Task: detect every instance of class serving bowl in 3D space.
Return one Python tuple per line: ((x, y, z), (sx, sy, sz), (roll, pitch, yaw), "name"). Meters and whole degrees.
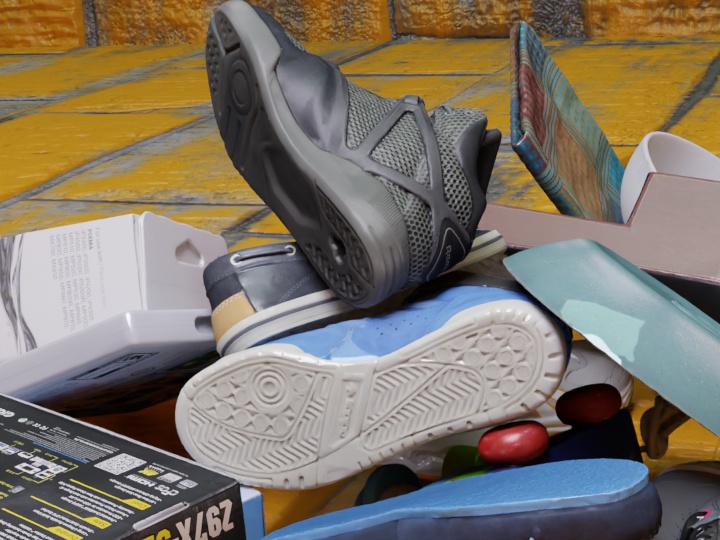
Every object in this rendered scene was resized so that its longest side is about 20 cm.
((0.251, -0.005, 1.017), (0.200, 0.066, 0.200), (31, 28, -18), "serving bowl")

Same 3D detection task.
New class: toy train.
((0.095, 0.106, 0.780), (0.116, 0.085, 0.200), (-12, 4, 40), "toy train")

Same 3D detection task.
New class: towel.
((0.161, -0.063, 1.030), (0.022, 0.200, 0.147), (-25, 35, 24), "towel")

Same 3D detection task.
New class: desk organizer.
((0.141, -0.016, 0.905), (0.200, 0.072, 0.077), (11, 56, 28), "desk organizer")

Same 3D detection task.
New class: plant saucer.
((0.161, 0.039, 0.730), (0.200, 0.036, 0.200), (35, 8, -6), "plant saucer")

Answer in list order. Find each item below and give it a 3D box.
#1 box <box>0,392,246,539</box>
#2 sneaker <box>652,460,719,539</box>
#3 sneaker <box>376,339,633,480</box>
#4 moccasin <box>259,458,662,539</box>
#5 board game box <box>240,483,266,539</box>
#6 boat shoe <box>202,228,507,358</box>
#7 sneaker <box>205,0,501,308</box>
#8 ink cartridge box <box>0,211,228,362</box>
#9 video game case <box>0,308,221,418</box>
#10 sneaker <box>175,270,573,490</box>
((-0.172, 0.114, 0.640), (0.200, 0.049, 0.160), (11, 24, 41), "box")
((0.140, 0.140, 0.629), (0.121, 0.084, 0.200), (1, 15, -19), "sneaker")
((0.093, 0.059, 0.898), (0.200, 0.092, 0.076), (-15, 19, -38), "sneaker")
((0.043, 0.127, 0.631), (0.200, 0.068, 0.080), (-19, -4, 39), "moccasin")
((-0.183, 0.142, 0.733), (0.200, 0.056, 0.196), (-18, 21, -41), "board game box")
((0.000, 0.000, 0.820), (0.200, 0.062, 0.075), (-15, -23, -35), "boat shoe")
((-0.003, -0.072, 0.791), (0.114, 0.076, 0.199), (-17, 54, -32), "sneaker")
((-0.200, 0.026, 0.965), (0.200, 0.083, 0.147), (-9, -9, 17), "ink cartridge box")
((-0.135, 0.058, 0.871), (0.200, 0.024, 0.182), (-21, -13, 36), "video game case")
((0.012, 0.054, 0.755), (0.200, 0.077, 0.111), (-18, 3, 16), "sneaker")
